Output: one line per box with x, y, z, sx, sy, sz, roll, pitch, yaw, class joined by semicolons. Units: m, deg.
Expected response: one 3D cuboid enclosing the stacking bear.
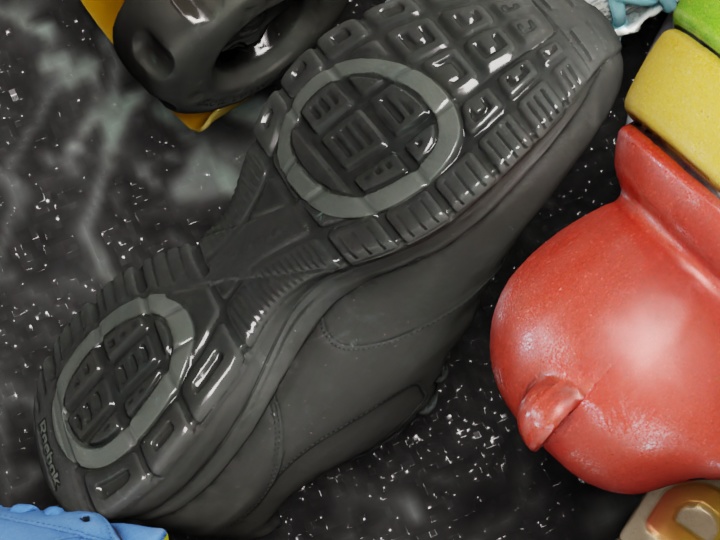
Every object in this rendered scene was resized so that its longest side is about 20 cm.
0.116;-0.025;0.771;0.114;0.121;0.200;42;93;1;stacking bear

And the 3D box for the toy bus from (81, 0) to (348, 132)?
-0.013;-0.159;0.820;0.191;0.200;0.136;-30;70;-13;toy bus

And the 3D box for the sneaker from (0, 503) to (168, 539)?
-0.097;0.092;0.813;0.200;0.066;0.079;30;71;34;sneaker

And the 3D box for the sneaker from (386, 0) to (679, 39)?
0.090;-0.110;0.826;0.200;0.078;0.086;-49;58;4;sneaker

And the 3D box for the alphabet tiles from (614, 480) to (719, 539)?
0.141;0.119;0.827;0.167;0.008;0.201;33;106;4;alphabet tiles

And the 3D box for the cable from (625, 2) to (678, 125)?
0.175;-0.025;0.866;0.200;0.069;0.200;37;81;5;cable

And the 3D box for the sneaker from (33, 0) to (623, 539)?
0.000;0.000;0.827;0.200;0.091;0.076;-41;51;18;sneaker
